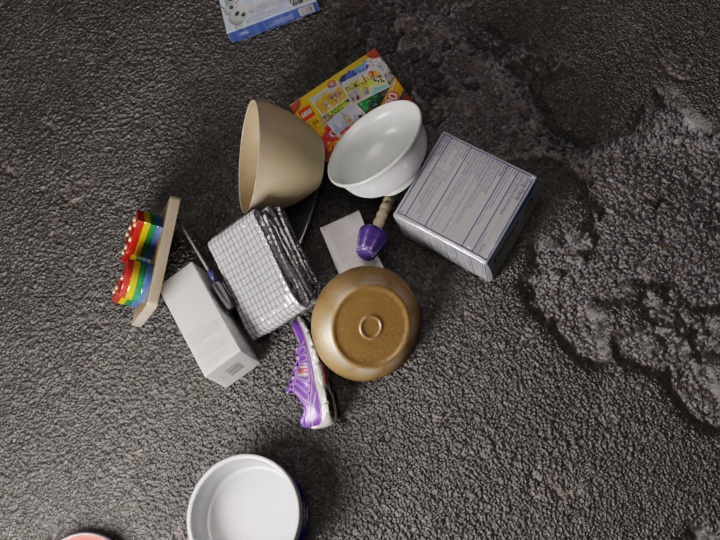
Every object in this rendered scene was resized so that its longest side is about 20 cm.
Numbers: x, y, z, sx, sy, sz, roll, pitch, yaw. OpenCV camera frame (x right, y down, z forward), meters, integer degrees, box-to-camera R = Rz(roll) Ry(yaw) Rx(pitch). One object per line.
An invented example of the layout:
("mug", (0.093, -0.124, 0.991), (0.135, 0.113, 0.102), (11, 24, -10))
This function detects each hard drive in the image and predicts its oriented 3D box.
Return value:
("hard drive", (-0.157, -0.093, 1.821), (0.133, 0.042, 0.203), (14, 75, 17))

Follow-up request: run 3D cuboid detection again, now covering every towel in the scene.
("towel", (-0.169, 0.000, 1.712), (0.165, 0.085, 0.202), (-30, 85, 43))

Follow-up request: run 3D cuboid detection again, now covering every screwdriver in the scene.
("screwdriver", (-0.277, -0.014, 1.736), (0.029, 0.028, 0.202), (-18, 73, -40))

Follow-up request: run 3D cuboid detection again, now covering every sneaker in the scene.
("sneaker", (-0.098, 0.179, 1.699), (0.082, 0.081, 0.203), (-16, 69, 12))

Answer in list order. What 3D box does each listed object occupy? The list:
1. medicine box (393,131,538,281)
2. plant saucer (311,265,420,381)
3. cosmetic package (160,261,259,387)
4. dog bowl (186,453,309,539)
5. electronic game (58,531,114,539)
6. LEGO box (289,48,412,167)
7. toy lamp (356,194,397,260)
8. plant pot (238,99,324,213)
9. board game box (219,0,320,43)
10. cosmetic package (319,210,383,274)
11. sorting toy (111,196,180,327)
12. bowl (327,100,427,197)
("medicine box", (0.190, -0.113, 1.722), (0.198, 0.103, 0.184), (29, 79, 19))
("plant saucer", (0.014, 0.095, 1.664), (0.196, 0.035, 0.204), (-2, 98, -14))
("cosmetic package", (-0.273, 0.097, 1.746), (0.084, 0.108, 0.201), (-35, 66, 2))
("dog bowl", (-0.188, 0.418, 1.633), (0.196, 0.079, 0.204), (-4, 70, 11))
("electronic game", (-0.482, 0.556, 1.668), (0.196, 0.042, 0.204), (-4, 71, 11))
("LEGO box", (-0.011, -0.299, 1.842), (0.198, 0.077, 0.150), (-34, 68, -1))
("toy lamp", (0.042, -0.104, 1.742), (0.057, 0.059, 0.202), (13, 57, 16))
("plant pot", (-0.138, -0.199, 1.744), (0.132, 0.200, 0.204), (3, 69, -16))
("board game box", (-0.200, -0.595, 2.001), (0.197, 0.043, 0.202), (-18, 69, 6))
("cosmetic package", (0.000, 0.000, 1.751), (0.081, 0.051, 0.203), (-22, 69, -2))
("sorting toy", (-0.398, -0.019, 1.760), (0.068, 0.198, 0.204), (15, 72, -18))
("bowl", (0.045, -0.197, 1.711), (0.199, 0.090, 0.203), (-27, 36, 22))
